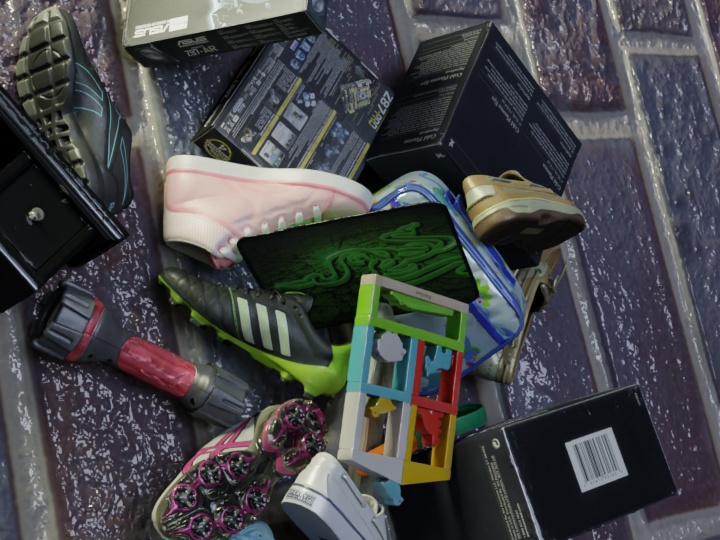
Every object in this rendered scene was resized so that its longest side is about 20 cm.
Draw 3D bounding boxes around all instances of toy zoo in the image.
[{"bbox_3d":[0.040,0.115,1.322,0.131,0.020,0.200,17,75,-42],"label":"toy zoo"}]

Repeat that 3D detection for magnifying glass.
[{"bbox_3d":[0.057,0.162,1.397,0.200,0.080,0.022,-15,94,-57],"label":"magnifying glass"}]

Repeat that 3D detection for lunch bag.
[{"bbox_3d":[0.061,0.011,1.439,0.200,0.161,0.082,53,19,-10],"label":"lunch bag"}]

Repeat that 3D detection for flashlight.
[{"bbox_3d":[-0.192,0.080,1.281,0.200,0.068,0.068,30,41,-23],"label":"flashlight"}]

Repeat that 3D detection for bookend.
[{"bbox_3d":[-0.337,-0.035,1.197,0.199,0.092,0.200,51,52,-12],"label":"bookend"}]

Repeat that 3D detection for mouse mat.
[{"bbox_3d":[0.000,0.000,1.351,0.161,0.200,0.008,64,19,-50],"label":"mouse mat"}]

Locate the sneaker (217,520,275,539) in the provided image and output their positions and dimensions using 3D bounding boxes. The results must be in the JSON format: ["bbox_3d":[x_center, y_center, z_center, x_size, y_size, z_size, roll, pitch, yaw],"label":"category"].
[{"bbox_3d":[-0.117,0.259,1.283,0.200,0.074,0.082,27,51,-38],"label":"sneaker"}]

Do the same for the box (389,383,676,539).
[{"bbox_3d":[0.161,0.208,1.426,0.200,0.198,0.123,-11,78,-40],"label":"box"}]

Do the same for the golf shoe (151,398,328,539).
[{"bbox_3d":[-0.117,0.185,1.288,0.200,0.092,0.073,-32,99,-45],"label":"golf shoe"}]

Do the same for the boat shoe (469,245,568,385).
[{"bbox_3d":[0.176,0.043,1.570,0.063,0.073,0.200,22,60,21],"label":"boat shoe"}]

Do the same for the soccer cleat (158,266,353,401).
[{"bbox_3d":[-0.093,0.043,1.346,0.200,0.068,0.081,33,86,-3],"label":"soccer cleat"}]

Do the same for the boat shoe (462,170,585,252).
[{"bbox_3d":[0.165,-0.068,1.459,0.200,0.072,0.076,9,50,-61],"label":"boat shoe"}]

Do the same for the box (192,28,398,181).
[{"bbox_3d":[-0.060,-0.156,1.484,0.161,0.049,0.200,40,53,-18],"label":"box"}]

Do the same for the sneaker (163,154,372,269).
[{"bbox_3d":[-0.092,-0.043,1.369,0.200,0.075,0.105,8,72,-1],"label":"sneaker"}]

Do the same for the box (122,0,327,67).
[{"bbox_3d":[-0.126,-0.288,1.387,0.044,0.200,0.160,42,47,-57],"label":"box"}]

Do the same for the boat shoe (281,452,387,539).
[{"bbox_3d":[-0.003,0.238,1.328,0.065,0.074,0.200,-59,145,-25],"label":"boat shoe"}]

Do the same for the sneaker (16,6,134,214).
[{"bbox_3d":[-0.258,-0.141,1.322,0.079,0.075,0.200,-6,84,-53],"label":"sneaker"}]

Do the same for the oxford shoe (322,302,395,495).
[{"bbox_3d":[-0.006,0.127,1.379,0.075,0.058,0.200,4,97,-69],"label":"oxford shoe"}]

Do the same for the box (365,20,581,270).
[{"bbox_3d":[0.126,-0.128,1.555,0.200,0.104,0.182,48,49,-32],"label":"box"}]
